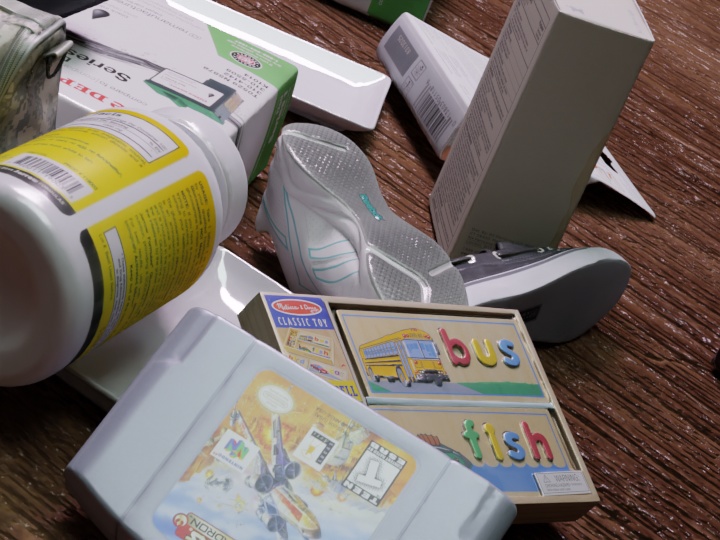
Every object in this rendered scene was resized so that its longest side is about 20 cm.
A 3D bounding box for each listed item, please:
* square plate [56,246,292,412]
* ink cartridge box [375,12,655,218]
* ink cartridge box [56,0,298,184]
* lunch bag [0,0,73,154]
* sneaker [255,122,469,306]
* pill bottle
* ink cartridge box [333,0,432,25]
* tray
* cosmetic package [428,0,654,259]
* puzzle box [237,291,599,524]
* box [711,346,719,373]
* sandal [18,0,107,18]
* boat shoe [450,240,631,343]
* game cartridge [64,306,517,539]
[{"bbox_3d":[-0.065,0.067,1.223,0.200,0.029,0.198,35,29,20],"label":"square plate"},{"bbox_3d":[0.118,-0.106,1.681,0.199,0.050,0.162,28,21,-34],"label":"ink cartridge box"},{"bbox_3d":[-0.143,-0.095,1.388,0.145,0.085,0.200,26,27,5],"label":"ink cartridge box"},{"bbox_3d":[-0.269,-0.106,1.217,0.199,0.168,0.139,27,27,7],"label":"lunch bag"},{"bbox_3d":[0.000,0.000,1.339,0.070,0.080,0.201,-2,44,-37],"label":"sneaker"},{"bbox_3d":[-0.145,-0.022,1.169,0.112,0.113,0.200,31,30,15],"label":"pill bottle"},{"bbox_3d":[-0.020,-0.291,1.836,0.199,0.083,0.147,22,27,-1],"label":"ink cartridge box"},{"bbox_3d":[-0.078,-0.154,1.614,0.199,0.022,0.108,23,28,-2],"label":"tray"},{"bbox_3d":[0.118,-0.098,1.471,0.073,0.201,0.104,17,28,-15],"label":"cosmetic package"},{"bbox_3d":[0.034,0.077,1.202,0.199,0.025,0.134,4,53,-42],"label":"puzzle box"},{"bbox_3d":[0.379,0.025,1.495,0.199,0.167,0.164,30,27,14],"label":"box"},{"bbox_3d":[-0.251,-0.153,1.346,0.199,0.043,0.076,-22,7,-3],"label":"sandal"},{"bbox_3d":[0.094,0.011,1.412,0.199,0.070,0.066,-17,48,-41],"label":"boat shoe"},{"bbox_3d":[-0.038,0.117,1.078,0.199,0.042,0.133,30,56,10],"label":"game cartridge"}]
